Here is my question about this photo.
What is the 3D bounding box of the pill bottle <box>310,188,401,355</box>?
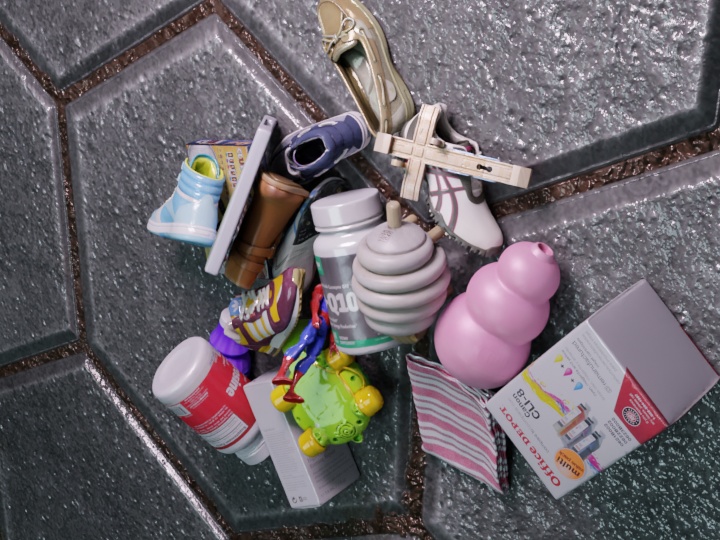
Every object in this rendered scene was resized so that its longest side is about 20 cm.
[{"bbox_3d":[0.000,0.000,1.556,0.112,0.112,0.203,-1,107,42],"label":"pill bottle"}]

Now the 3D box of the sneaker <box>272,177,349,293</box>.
[{"bbox_3d":[-0.075,-0.054,1.636,0.202,0.071,0.073,-62,34,31],"label":"sneaker"}]

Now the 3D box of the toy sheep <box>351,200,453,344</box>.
[{"bbox_3d":[0.051,0.003,1.446,0.136,0.137,0.203,12,125,38],"label":"toy sheep"}]

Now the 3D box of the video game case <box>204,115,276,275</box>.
[{"bbox_3d":[-0.161,-0.106,1.579,0.022,0.182,0.203,20,101,-6],"label":"video game case"}]

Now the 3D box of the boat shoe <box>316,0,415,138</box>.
[{"bbox_3d":[-0.003,-0.262,1.478,0.073,0.063,0.203,-27,90,44],"label":"boat shoe"}]

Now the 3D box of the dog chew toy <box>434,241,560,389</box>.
[{"bbox_3d":[0.174,0.049,1.422,0.124,0.124,0.201,44,124,18],"label":"dog chew toy"}]

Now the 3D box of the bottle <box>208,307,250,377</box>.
[{"bbox_3d":[-0.215,0.151,1.847,0.083,0.065,0.202,31,126,20],"label":"bottle"}]

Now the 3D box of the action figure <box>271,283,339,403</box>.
[{"bbox_3d":[-0.059,0.085,1.602,0.051,0.202,0.066,-4,138,32],"label":"action figure"}]

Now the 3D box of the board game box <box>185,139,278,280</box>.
[{"bbox_3d":[-0.188,-0.092,1.739,0.134,0.034,0.203,7,113,40],"label":"board game box"}]

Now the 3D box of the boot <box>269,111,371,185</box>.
[{"bbox_3d":[-0.080,-0.157,1.573,0.199,0.090,0.074,-26,92,46],"label":"boot"}]

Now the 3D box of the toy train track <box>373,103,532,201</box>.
[{"bbox_3d":[0.106,-0.132,1.391,0.197,0.032,0.117,16,96,18],"label":"toy train track"}]

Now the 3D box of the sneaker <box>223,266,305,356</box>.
[{"bbox_3d":[-0.137,0.055,1.628,0.089,0.076,0.201,15,143,-11],"label":"sneaker"}]

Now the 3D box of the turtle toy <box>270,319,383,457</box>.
[{"bbox_3d":[-0.051,0.160,1.677,0.145,0.101,0.201,-36,82,18],"label":"turtle toy"}]

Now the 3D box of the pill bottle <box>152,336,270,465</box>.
[{"bbox_3d":[-0.211,0.203,1.767,0.111,0.113,0.200,-15,129,44],"label":"pill bottle"}]

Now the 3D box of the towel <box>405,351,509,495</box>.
[{"bbox_3d":[0.127,0.207,1.550,0.145,0.030,0.202,25,142,35],"label":"towel"}]

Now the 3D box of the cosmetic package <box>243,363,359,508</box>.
[{"bbox_3d":[-0.087,0.242,1.749,0.073,0.101,0.203,-15,99,43],"label":"cosmetic package"}]

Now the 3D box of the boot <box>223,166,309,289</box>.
[{"bbox_3d":[-0.134,-0.051,1.577,0.073,0.200,0.156,27,85,0],"label":"boot"}]

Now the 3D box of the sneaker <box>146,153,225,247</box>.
[{"bbox_3d":[-0.253,-0.108,1.725,0.199,0.079,0.133,13,91,60],"label":"sneaker"}]

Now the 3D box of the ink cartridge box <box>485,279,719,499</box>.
[{"bbox_3d":[0.276,0.139,1.347,0.146,0.144,0.200,52,135,10],"label":"ink cartridge box"}]

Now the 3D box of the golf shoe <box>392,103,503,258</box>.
[{"bbox_3d":[0.118,-0.109,1.432,0.088,0.077,0.201,-42,80,34],"label":"golf shoe"}]
